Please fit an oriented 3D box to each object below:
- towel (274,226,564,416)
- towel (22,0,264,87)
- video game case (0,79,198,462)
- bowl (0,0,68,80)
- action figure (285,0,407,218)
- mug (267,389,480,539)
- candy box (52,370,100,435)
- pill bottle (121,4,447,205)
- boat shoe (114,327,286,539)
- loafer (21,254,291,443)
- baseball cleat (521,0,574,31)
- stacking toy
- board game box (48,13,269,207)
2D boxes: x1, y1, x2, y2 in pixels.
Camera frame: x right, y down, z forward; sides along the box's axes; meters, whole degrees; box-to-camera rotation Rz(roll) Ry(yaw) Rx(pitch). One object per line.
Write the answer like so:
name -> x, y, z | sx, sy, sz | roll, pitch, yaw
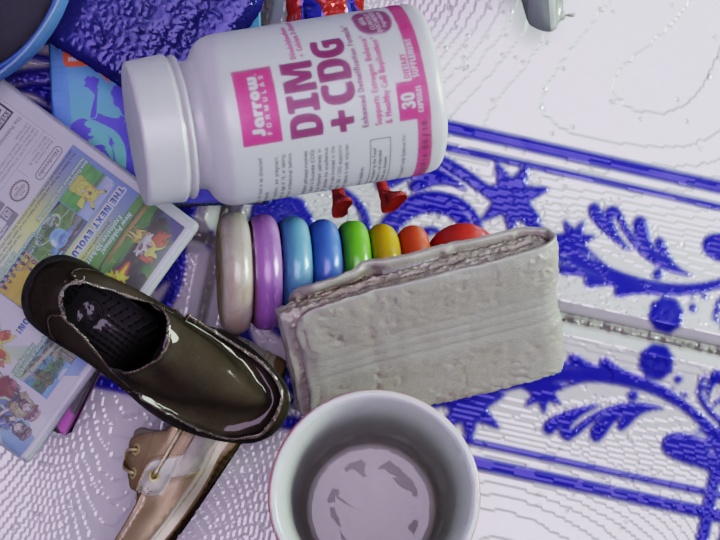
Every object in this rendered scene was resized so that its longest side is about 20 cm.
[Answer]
towel -> 0.043, 0.043, 1.644 | 0.198, 0.133, 0.035 | -13, 45, -5
towel -> -0.125, -0.216, 1.630 | 0.147, 0.050, 0.201 | 32, 87, 6
video game case -> -0.240, -0.004, 1.615 | 0.182, 0.022, 0.201 | 36, 85, -1
bowl -> -0.283, -0.213, 1.600 | 0.199, 0.039, 0.202 | -1, 87, 13
action figure -> -0.012, -0.140, 1.659 | 0.065, 0.052, 0.202 | -8, 73, -15
mug -> -0.007, 0.170, 1.585 | 0.133, 0.200, 0.178 | 43, 84, 5
candy box -> -0.262, 0.010, 1.654 | 0.199, 0.061, 0.137 | 27, 87, -2
pill bottle -> -0.051, -0.105, 1.560 | 0.198, 0.113, 0.114 | -10, 89, -11
boat shoe -> -0.130, 0.131, 1.656 | 0.066, 0.074, 0.201 | 34, 78, 2
loafer -> -0.134, 0.060, 1.578 | 0.199, 0.071, 0.073 | 27, 88, -15
baseball cleat -> 0.093, -0.263, 1.678 | 0.105, 0.070, 0.202 | -6, 80, 4
stacking toy -> 0.000, 0.000, 1.661 | 0.198, 0.085, 0.086 | -1, 89, -8
board game box -> -0.143, -0.144, 1.669 | 0.151, 0.045, 0.202 | -3, 88, -2
